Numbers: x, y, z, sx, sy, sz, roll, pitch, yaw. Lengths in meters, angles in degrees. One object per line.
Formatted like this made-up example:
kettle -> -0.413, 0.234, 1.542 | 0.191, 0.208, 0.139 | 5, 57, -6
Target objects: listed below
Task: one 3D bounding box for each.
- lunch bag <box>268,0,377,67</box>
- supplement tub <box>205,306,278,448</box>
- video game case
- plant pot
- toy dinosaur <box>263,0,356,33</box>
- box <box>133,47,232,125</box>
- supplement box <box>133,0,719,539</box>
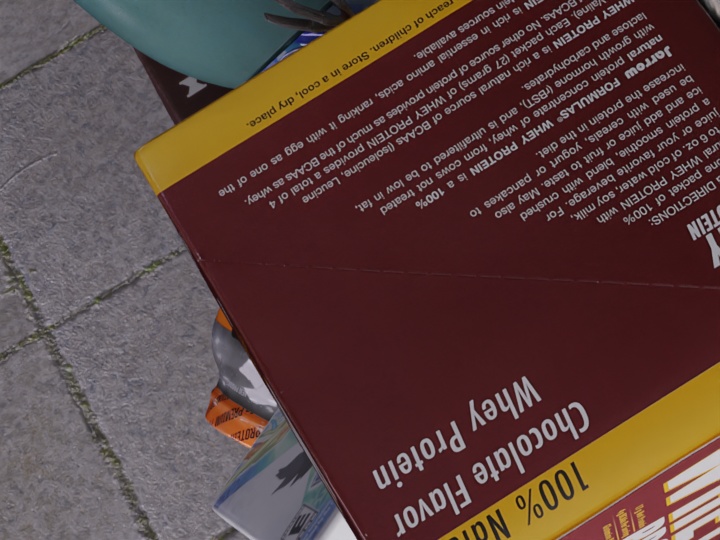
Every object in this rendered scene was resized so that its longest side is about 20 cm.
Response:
lunch bag -> 0.022, -0.091, 1.252 | 0.200, 0.127, 0.171 | 29, 150, 53
supplement tub -> 0.000, 0.000, 1.100 | 0.122, 0.201, 0.123 | 21, -177, -1
video game case -> 0.015, 0.038, 0.939 | 0.022, 0.200, 0.182 | 36, 172, -13
plant pot -> -0.071, -0.193, 1.115 | 0.161, 0.201, 0.201 | 47, 178, -4
toy dinosaur -> 0.056, -0.134, 0.960 | 0.182, 0.199, 0.106 | 133, 145, -64
box -> -0.038, -0.103, 1.570 | 0.200, 0.165, 0.164 | 57, 177, 33
supplement box -> 0.061, 0.009, 0.775 | 0.200, 0.197, 0.133 | 57, 177, 23
